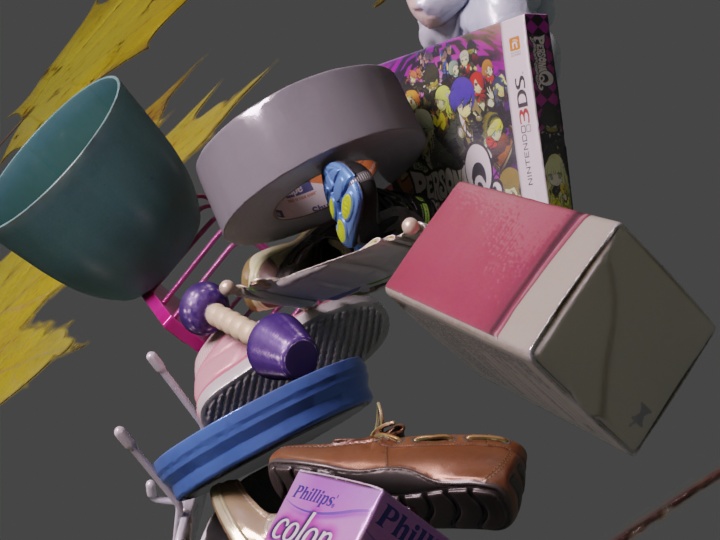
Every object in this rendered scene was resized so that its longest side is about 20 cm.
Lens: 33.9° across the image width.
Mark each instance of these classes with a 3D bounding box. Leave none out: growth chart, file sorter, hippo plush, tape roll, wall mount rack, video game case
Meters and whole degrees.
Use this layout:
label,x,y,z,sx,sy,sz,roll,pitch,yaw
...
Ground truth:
label,x,y,z,sx,sy,sz,roll,pitch,yaw
growth chart,0.000,0.000,0.990,0.197,0.144,0.018,-19,73,24
file sorter,-0.143,0.017,1.251,0.126,0.139,0.200,-50,28,-2
hippo plush,0.149,-0.219,1.137,0.198,0.158,0.163,-25,61,28
tape roll,-0.043,-0.099,1.040,0.199,0.199,0.067,-33,77,30
wall mount rack,-0.179,0.185,1.087,0.201,0.073,0.176,-83,2,-61
video game case,0.098,-0.114,1.053,0.198,0.035,0.185,-6,91,52

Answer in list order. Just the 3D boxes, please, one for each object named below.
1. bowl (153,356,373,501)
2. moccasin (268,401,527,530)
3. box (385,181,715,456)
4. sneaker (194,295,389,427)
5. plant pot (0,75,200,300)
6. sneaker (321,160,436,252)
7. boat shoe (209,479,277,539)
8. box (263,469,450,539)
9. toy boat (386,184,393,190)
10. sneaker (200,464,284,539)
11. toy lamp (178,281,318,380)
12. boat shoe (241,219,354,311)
label,x,y,z,sx,sy,sz,roll,pitch,yaw
bowl,-0.078,0.137,1.003,0.198,0.040,0.201,-27,-10,-5
moccasin,0.025,0.147,0.880,0.198,0.075,0.078,-8,31,24
box,0.130,0.027,0.853,0.110,0.128,0.199,-53,29,-8
sneaker,-0.073,0.067,1.118,0.198,0.076,0.105,-31,31,0
plant pot,-0.260,-0.067,1.205,0.199,0.161,0.202,-32,31,22
sneaker,0.020,-0.049,1.002,0.081,0.200,0.072,-22,69,9
boat shoe,-0.046,0.223,0.915,0.065,0.072,0.200,-42,49,-9
box,0.001,0.258,0.724,0.096,0.175,0.202,-3,53,54
toy boat,-0.035,-0.122,1.225,0.129,0.133,0.199,-19,12,-26
sneaker,-0.119,0.253,1.014,0.201,0.080,0.086,-50,5,-19
toy lamp,-0.097,0.052,1.029,0.059,0.058,0.199,-55,33,-9
boat shoe,-0.033,-0.009,1.146,0.064,0.074,0.199,6,27,34
